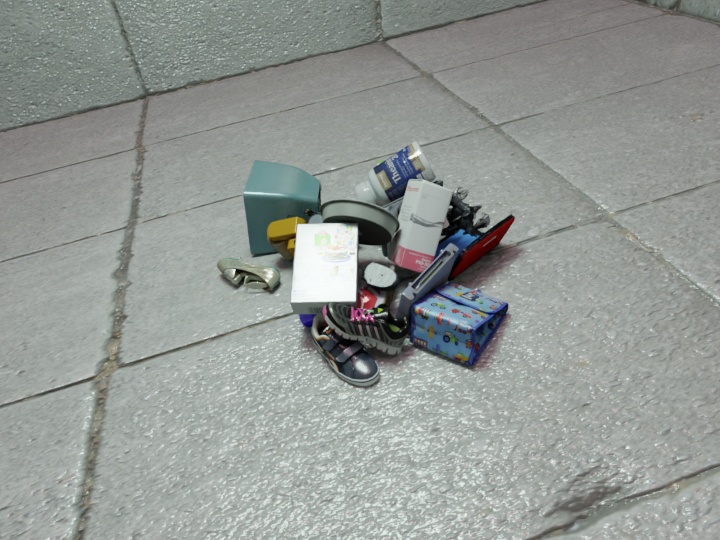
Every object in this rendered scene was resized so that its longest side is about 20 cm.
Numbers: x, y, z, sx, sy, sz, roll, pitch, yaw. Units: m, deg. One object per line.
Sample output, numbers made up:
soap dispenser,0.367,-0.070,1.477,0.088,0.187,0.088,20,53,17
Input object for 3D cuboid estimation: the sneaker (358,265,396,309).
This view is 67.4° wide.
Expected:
sneaker,0.017,0.055,1.261,0.110,0.072,0.202,7,43,16

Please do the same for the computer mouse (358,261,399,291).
computer mouse,0.000,0.000,1.238,0.197,0.034,0.059,23,68,21

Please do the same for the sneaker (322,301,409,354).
sneaker,0.019,0.101,1.111,0.197,0.088,0.074,25,31,-17

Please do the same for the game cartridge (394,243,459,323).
game cartridge,0.143,0.039,1.205,0.038,0.131,0.200,36,53,16

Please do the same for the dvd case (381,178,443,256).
dvd case,0.136,-0.138,1.414,0.197,0.151,0.016,-27,46,-21

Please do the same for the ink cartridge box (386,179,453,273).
ink cartridge box,0.139,-0.107,1.291,0.081,0.204,0.147,15,7,-11

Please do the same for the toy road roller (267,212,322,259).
toy road roller,-0.145,-0.050,1.391,0.196,0.123,0.149,-6,61,24

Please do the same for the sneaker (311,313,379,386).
sneaker,-0.040,0.162,1.133,0.078,0.081,0.198,-33,44,-29

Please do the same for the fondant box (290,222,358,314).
fondant box,-0.075,-0.006,1.196,0.141,0.059,0.204,-1,61,4

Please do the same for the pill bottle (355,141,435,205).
pill bottle,0.088,-0.236,1.407,0.198,0.111,0.112,-31,35,11

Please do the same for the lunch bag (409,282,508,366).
lunch bag,0.219,0.096,1.166,0.148,0.096,0.199,18,33,31

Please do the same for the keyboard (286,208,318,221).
keyboard,-0.097,-0.120,1.428,0.195,0.128,0.021,10,63,-8

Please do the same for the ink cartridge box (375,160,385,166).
ink cartridge box,0.108,-0.222,1.599,0.144,0.076,0.204,3,65,17

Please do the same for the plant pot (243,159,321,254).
plant pot,-0.208,-0.180,1.526,0.195,0.199,0.198,0,37,0

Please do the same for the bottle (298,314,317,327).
bottle,-0.112,0.026,1.260,0.082,0.065,0.204,-12,69,8

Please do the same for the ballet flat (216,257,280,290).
ballet flat,-0.301,0.011,1.401,0.196,0.068,0.063,7,50,22

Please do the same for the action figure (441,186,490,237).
action figure,0.246,-0.139,1.299,0.101,0.120,0.200,-35,6,-13

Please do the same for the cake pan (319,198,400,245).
cake pan,-0.005,-0.109,1.282,0.196,0.200,0.038,6,72,20

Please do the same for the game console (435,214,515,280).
game console,0.257,-0.079,1.342,0.198,0.173,0.119,-34,70,-27
